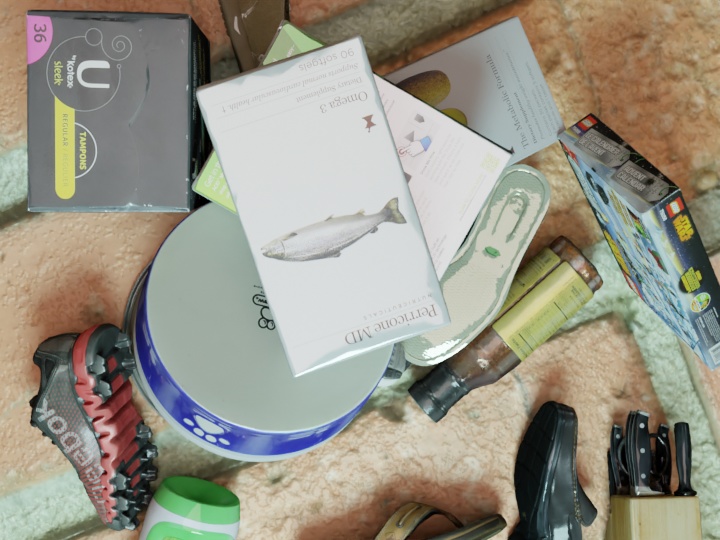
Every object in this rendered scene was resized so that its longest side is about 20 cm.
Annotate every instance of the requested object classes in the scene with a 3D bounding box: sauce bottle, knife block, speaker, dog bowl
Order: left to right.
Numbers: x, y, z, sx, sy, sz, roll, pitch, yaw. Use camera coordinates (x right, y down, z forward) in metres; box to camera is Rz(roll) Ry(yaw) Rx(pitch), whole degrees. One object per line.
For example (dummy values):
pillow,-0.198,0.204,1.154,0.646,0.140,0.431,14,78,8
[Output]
speaker,-0.170,0.293,1.097,0.088,0.088,0.201,16,95,-4
dog bowl,-0.075,0.042,0.951,0.199,0.079,0.201,6,66,-13
sauce bottle,0.127,0.055,1.098,0.200,0.066,0.066,-41,96,3
knife block,0.263,0.230,1.072,0.064,0.200,0.176,-1,126,-2

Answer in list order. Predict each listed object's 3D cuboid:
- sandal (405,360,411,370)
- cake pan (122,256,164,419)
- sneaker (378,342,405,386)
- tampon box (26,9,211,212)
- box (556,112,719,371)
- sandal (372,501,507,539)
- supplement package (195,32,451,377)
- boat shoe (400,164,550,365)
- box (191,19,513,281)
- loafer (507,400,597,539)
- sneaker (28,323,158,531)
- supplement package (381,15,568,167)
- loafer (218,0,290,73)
sandal,0.000,0.000,1.089,0.075,0.045,0.201,-32,106,-35
cake pan,-0.117,0.061,1.099,0.199,0.037,0.201,0,96,-3
sneaker,-0.058,0.055,1.046,0.199,0.087,0.075,21,50,-4
tampon box,-0.191,-0.126,0.994,0.126,0.200,0.151,0,95,-3
box,0.244,-0.023,1.017,0.040,0.137,0.200,-35,129,0
sandal,0.035,0.243,1.117,0.199,0.082,0.055,-12,75,5
supplement package,-0.025,-0.046,0.841,0.116,0.117,0.201,-19,97,-2
boat shoe,0.102,-0.001,1.085,0.072,0.068,0.200,34,89,0
box,-0.006,-0.076,0.916,0.199,0.036,0.145,30,95,-6
loafer,0.182,0.216,1.119,0.072,0.073,0.201,3,105,-12
sneaker,-0.241,0.140,1.086,0.097,0.071,0.201,1,113,21
supplement package,0.051,-0.115,1.019,0.199,0.109,0.114,-29,98,-23
loafer,-0.069,-0.165,1.059,0.067,0.076,0.201,-17,97,5
